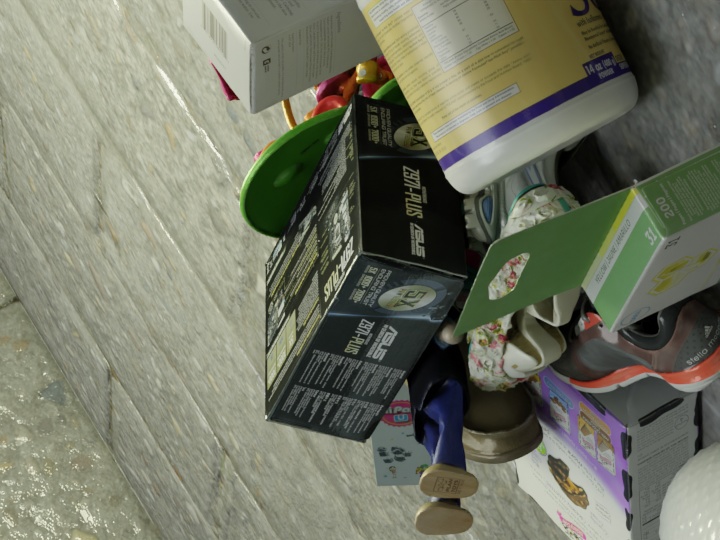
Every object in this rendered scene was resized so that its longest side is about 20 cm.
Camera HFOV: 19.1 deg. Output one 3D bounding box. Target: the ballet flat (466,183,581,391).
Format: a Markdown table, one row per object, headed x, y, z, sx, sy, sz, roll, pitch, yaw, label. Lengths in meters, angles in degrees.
| x | y | z | sx | sy | sz | roll | pitch | yaw | label |
| --- | --- | --- | --- | --- | --- | --- | --- | --- | --- |
| 0.120 | 0.028 | 1.505 | 0.064 | 0.075 | 0.201 | 47 | 146 | 33 | ballet flat |

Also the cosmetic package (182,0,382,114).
| x | y | z | sx | sy | sz | roll | pitch | yaw | label |
| --- | --- | --- | --- | --- | --- | --- | --- | --- | --- |
| -0.021 | -0.212 | 1.570 | 0.108 | 0.199 | 0.085 | 54 | 158 | 29 | cosmetic package |

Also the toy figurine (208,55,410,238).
| x | y | z | sx | sy | sz | roll | pitch | yaw | label |
| --- | --- | --- | --- | --- | --- | --- | --- | --- | --- |
| -0.041 | -0.158 | 1.695 | 0.150 | 0.200 | 0.185 | 26 | -149 | -55 | toy figurine |

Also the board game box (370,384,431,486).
| x | y | z | sx | sy | sz | roll | pitch | yaw | label |
| --- | --- | --- | --- | --- | --- | --- | --- | --- | --- |
| 0.037 | 0.073 | 1.881 | 0.201 | 0.064 | 0.148 | 84 | -175 | -50 | board game box |

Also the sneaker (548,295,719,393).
| x | y | z | sx | sy | sz | roll | pitch | yaw | label |
| --- | --- | --- | --- | --- | --- | --- | --- | --- | --- |
| 0.185 | 0.034 | 1.517 | 0.082 | 0.077 | 0.199 | 42 | 157 | -23 | sneaker |

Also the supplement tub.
| x | y | z | sx | sy | sz | roll | pitch | yaw | label |
| --- | --- | --- | --- | --- | --- | --- | --- | --- | --- |
| 0.083 | -0.169 | 1.440 | 0.201 | 0.145 | 0.145 | 63 | 161 | 1 | supplement tub |

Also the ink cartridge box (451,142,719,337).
| x | y | z | sx | sy | sz | roll | pitch | yaw | label |
| --- | --- | --- | --- | --- | --- | --- | --- | --- | --- |
| 0.164 | -0.007 | 1.355 | 0.048 | 0.199 | 0.146 | 58 | 160 | 19 | ink cartridge box |

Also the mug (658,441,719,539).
| x | y | z | sx | sy | sz | roll | pitch | yaw | label |
| --- | --- | --- | --- | --- | --- | --- | --- | --- | --- |
| 0.267 | 0.205 | 1.402 | 0.175 | 0.146 | 0.202 | -150 | 72 | -73 | mug |

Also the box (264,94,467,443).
| x | y | z | sx | sy | sz | roll | pitch | yaw | label |
| --- | --- | --- | --- | --- | --- | --- | --- | --- | --- |
| 0.000 | 0.000 | 1.604 | 0.165 | 0.085 | 0.201 | -92 | 23 | -43 | box |

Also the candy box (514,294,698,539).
| x | y | z | sx | sy | sz | roll | pitch | yaw | label |
| --- | --- | --- | --- | --- | --- | --- | --- | --- | --- |
| 0.188 | 0.132 | 1.673 | 0.168 | 0.071 | 0.201 | 45 | 153 | 43 | candy box |

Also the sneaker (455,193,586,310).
| x | y | z | sx | sy | sz | roll | pitch | yaw | label |
| --- | --- | --- | --- | --- | --- | --- | --- | --- | --- |
| 0.127 | -0.040 | 1.602 | 0.199 | 0.083 | 0.122 | -8 | 100 | 54 | sneaker |

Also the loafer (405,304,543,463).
| x | y | z | sx | sy | sz | roll | pitch | yaw | label |
| --- | --- | --- | --- | --- | --- | --- | --- | --- | --- |
| 0.070 | 0.076 | 1.684 | 0.200 | 0.076 | 0.068 | 43 | 154 | 41 | loafer |

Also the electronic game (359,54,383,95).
| x | y | z | sx | sy | sz | roll | pitch | yaw | label |
| --- | --- | --- | --- | --- | --- | --- | --- | --- | --- |
| -0.036 | -0.227 | 1.799 | 0.200 | 0.042 | 0.200 | 42 | 159 | 20 | electronic game |

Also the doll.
| x | y | z | sx | sy | sz | roll | pitch | yaw | label |
| --- | --- | --- | --- | --- | --- | --- | --- | --- | --- |
| 0.057 | 0.091 | 1.582 | 0.201 | 0.048 | 0.137 | -95 | 9 | -47 | doll |

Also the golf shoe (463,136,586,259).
| x | y | z | sx | sy | sz | roll | pitch | yaw | label |
| --- | --- | --- | --- | --- | --- | --- | --- | --- | --- |
| 0.116 | -0.107 | 1.558 | 0.078 | 0.096 | 0.202 | 65 | -162 | -72 | golf shoe |
